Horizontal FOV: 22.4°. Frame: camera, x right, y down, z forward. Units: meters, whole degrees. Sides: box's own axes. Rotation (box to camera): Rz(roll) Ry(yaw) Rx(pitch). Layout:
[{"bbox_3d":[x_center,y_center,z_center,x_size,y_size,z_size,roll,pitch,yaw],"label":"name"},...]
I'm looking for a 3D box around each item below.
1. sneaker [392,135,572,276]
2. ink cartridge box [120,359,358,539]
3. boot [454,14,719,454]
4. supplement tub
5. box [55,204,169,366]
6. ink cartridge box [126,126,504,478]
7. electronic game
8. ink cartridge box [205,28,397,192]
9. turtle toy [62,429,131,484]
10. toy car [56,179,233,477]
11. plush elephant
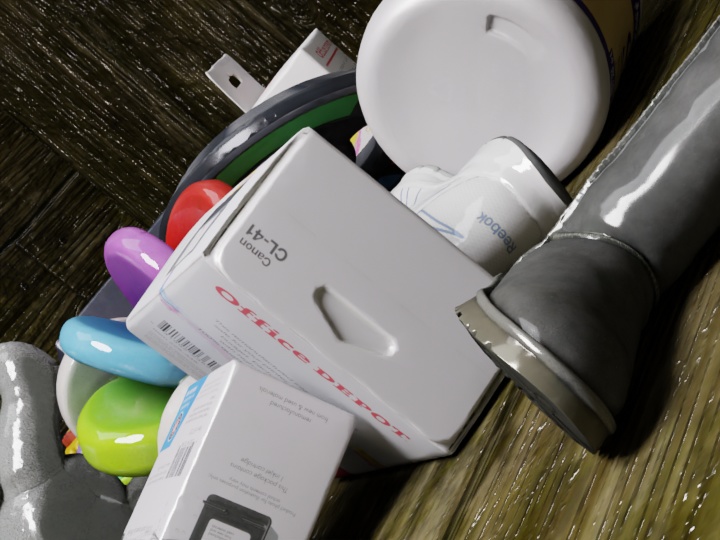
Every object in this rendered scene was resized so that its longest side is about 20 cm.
[{"bbox_3d":[0.038,-0.012,0.976,0.087,0.075,0.200,-44,3,-21],"label":"sneaker"},{"bbox_3d":[-0.081,0.151,0.846,0.201,0.068,0.116,-67,11,-15],"label":"ink cartridge box"},{"bbox_3d":[0.125,-0.036,0.666,0.200,0.073,0.182,-43,10,8],"label":"boot"},{"bbox_3d":[0.089,-0.143,1.082,0.145,0.145,0.200,-46,8,33],"label":"supplement tub"},{"bbox_3d":[-0.112,0.043,1.326,0.200,0.117,0.197,-53,-10,-21],"label":"box"},{"bbox_3d":[-0.021,0.025,0.895,0.086,0.147,0.200,-55,9,-20],"label":"ink cartridge box"},{"bbox_3d":[-0.038,-0.059,1.158,0.199,0.042,0.200,-28,-21,-12],"label":"electronic game"},{"bbox_3d":[-0.015,-0.114,1.368,0.067,0.200,0.117,-48,7,14],"label":"ink cartridge box"},{"bbox_3d":[-0.195,0.151,1.548,0.200,0.101,0.146,-45,9,40],"label":"turtle toy"},{"bbox_3d":[-0.091,0.029,1.056,0.200,0.150,0.175,-37,33,-25],"label":"toy car"},{"bbox_3d":[-0.205,0.176,1.153,0.155,0.164,0.201,-29,46,44],"label":"plush elephant"}]
